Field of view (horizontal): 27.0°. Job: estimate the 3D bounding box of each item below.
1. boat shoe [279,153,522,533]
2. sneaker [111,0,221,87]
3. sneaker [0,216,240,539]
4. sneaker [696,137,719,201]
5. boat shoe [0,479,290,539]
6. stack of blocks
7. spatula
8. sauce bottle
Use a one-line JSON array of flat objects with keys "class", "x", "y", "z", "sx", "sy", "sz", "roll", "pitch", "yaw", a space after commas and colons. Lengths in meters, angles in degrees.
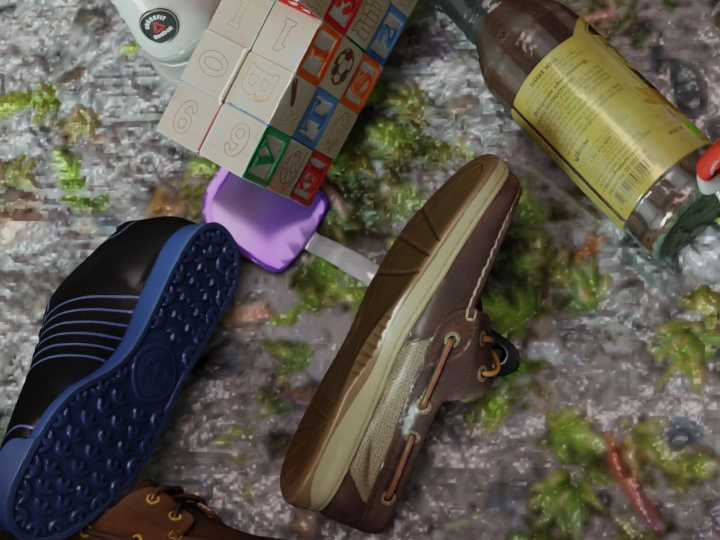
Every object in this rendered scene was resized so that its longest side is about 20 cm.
[{"class": "boat shoe", "x": 0.035, "y": 0.040, "z": 0.750, "sx": 0.072, "sy": 0.072, "sz": 0.201, "roll": 28, "pitch": 92, "yaw": -14}, {"class": "sneaker", "x": -0.111, "y": -0.195, "z": 0.824, "sx": 0.074, "sy": 0.089, "sz": 0.201, "roll": -30, "pitch": 40, "yaw": 14}, {"class": "sneaker", "x": -0.140, "y": 0.052, "z": 0.780, "sx": 0.078, "sy": 0.070, "sz": 0.200, "roll": 5, "pitch": 49, "yaw": 38}, {"class": "sneaker", "x": 0.204, "y": -0.070, "z": 0.708, "sx": 0.093, "sy": 0.070, "sz": 0.201, "roll": 9, "pitch": 59, "yaw": -21}, {"class": "boat shoe", "x": -0.105, "y": 0.140, "z": 0.761, "sx": 0.199, "sy": 0.072, "sz": 0.068, "roll": -2, "pitch": 75, "yaw": 17}, {"class": "stack of blocks", "x": -0.024, "y": -0.142, "z": 0.756, "sx": 0.058, "sy": 0.115, "sz": 0.201, "roll": 29, "pitch": 94, "yaw": 23}, {"class": "spatula", "x": 0.000, "y": 0.000, "z": 0.801, "sx": 0.199, "sy": 0.021, "sz": 0.057, "roll": 33, "pitch": 83, "yaw": 21}, {"class": "sauce bottle", "x": 0.107, "y": -0.096, "z": 0.777, "sx": 0.065, "sy": 0.065, "sz": 0.200, "roll": -40, "pitch": 69, "yaw": 1}]
